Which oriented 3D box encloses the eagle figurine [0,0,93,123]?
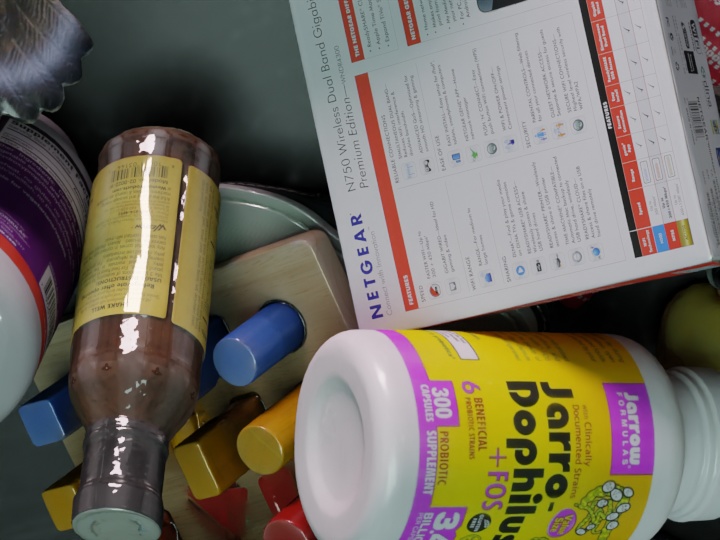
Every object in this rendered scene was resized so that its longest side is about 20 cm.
[{"bbox_3d":[-0.176,-0.181,1.013,0.151,0.151,0.201,-24,128,-23],"label":"eagle figurine"}]

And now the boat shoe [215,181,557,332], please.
[{"bbox_3d":[0.000,0.000,1.151,0.199,0.060,0.076,23,121,10],"label":"boat shoe"}]

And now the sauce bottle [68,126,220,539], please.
[{"bbox_3d":[-0.103,0.030,1.064,0.064,0.201,0.065,4,146,2],"label":"sauce bottle"}]

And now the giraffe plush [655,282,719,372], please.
[{"bbox_3d":[0.242,0.078,1.106,0.199,0.162,0.173,4,114,4],"label":"giraffe plush"}]

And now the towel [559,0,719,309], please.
[{"bbox_3d":[0.116,-0.089,1.122,0.144,0.023,0.200,36,114,-13],"label":"towel"}]

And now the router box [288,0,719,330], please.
[{"bbox_3d":[0.065,-0.084,1.047,0.179,0.049,0.201,-13,88,29],"label":"router box"}]

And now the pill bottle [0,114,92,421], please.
[{"bbox_3d":[-0.188,-0.008,1.088,0.112,0.200,0.113,2,114,4],"label":"pill bottle"}]

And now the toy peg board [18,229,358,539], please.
[{"bbox_3d":[-0.076,0.111,1.136,0.199,0.098,0.200,-18,101,34],"label":"toy peg board"}]

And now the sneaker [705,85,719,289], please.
[{"bbox_3d":[0.147,-0.041,1.070,0.198,0.114,0.077,12,116,0],"label":"sneaker"}]

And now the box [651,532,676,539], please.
[{"bbox_3d":[0.186,0.249,1.170,0.198,0.200,0.124,26,114,-7],"label":"box"}]

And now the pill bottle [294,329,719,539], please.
[{"bbox_3d":[0.077,0.080,1.064,0.199,0.104,0.105,1,118,-25],"label":"pill bottle"}]
